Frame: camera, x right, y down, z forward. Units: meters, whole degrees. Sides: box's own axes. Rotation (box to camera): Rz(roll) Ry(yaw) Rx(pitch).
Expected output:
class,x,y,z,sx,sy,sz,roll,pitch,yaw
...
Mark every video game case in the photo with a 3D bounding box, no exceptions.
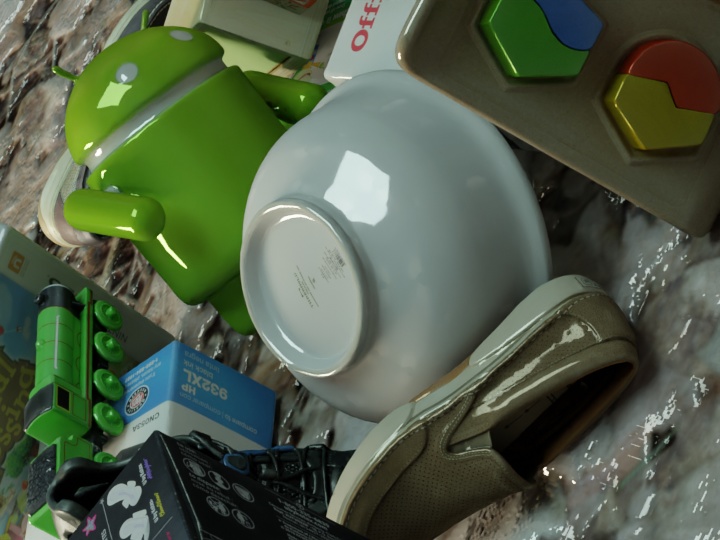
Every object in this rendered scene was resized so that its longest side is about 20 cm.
class,x,y,z,sx,sy,sz,roll,pitch,yaw
video game case,-0.209,0.097,1.635,0.022,0.182,0.201,11,73,38

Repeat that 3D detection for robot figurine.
class,x,y,z,sx,sy,sz,roll,pitch,yaw
robot figurine,-0.099,-0.061,1.575,0.175,0.200,0.116,-37,0,-34

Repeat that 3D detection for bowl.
class,x,y,z,sx,sy,sz,roll,pitch,yaw
bowl,0.000,0.000,1.378,0.201,0.090,0.202,20,119,42

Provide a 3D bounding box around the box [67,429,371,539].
class,x,y,z,sx,sy,sz,roll,pitch,yaw
box,-0.044,0.191,1.274,0.115,0.200,0.132,-51,31,15

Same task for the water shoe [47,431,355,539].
class,x,y,z,sx,sy,sz,roll,pitch,yaw
water shoe,-0.070,0.126,1.402,0.199,0.079,0.072,-11,51,10

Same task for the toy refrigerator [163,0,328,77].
class,x,y,z,sx,sy,sz,roll,pitch,yaw
toy refrigerator,-0.079,-0.158,1.685,0.200,0.076,0.070,164,124,-76

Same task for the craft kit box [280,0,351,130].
class,x,y,z,sx,sy,sz,roll,pitch,yaw
craft kit box,0.036,-0.173,1.624,0.200,0.048,0.198,-19,47,50

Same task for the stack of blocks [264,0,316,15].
class,x,y,z,sx,sy,sz,roll,pitch,yaw
stack of blocks,-0.057,-0.211,1.489,0.200,0.115,0.059,162,131,-77

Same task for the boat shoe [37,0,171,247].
class,x,y,z,sx,sy,sz,roll,pitch,yaw
boat shoe,-0.159,-0.105,1.846,0.065,0.072,0.200,14,74,47

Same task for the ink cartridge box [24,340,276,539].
class,x,y,z,sx,sy,sz,roll,pitch,yaw
ink cartridge box,-0.131,0.166,1.547,0.145,0.084,0.201,-33,40,38

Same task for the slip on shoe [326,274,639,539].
class,x,y,z,sx,sy,sz,roll,pitch,yaw
slip on shoe,0.063,0.091,1.328,0.200,0.076,0.061,-43,45,9

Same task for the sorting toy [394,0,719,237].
class,x,y,z,sx,sy,sz,roll,pitch,yaw
sorting toy,0.137,-0.138,1.277,0.186,0.200,0.036,-63,21,-5

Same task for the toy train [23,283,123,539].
class,x,y,z,sx,sy,sz,roll,pitch,yaw
toy train,-0.171,0.082,1.540,0.042,0.056,0.200,-42,33,28

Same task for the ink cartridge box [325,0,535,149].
class,x,y,z,sx,sy,sz,roll,pitch,yaw
ink cartridge box,0.095,-0.146,1.413,0.200,0.084,0.146,8,72,45
